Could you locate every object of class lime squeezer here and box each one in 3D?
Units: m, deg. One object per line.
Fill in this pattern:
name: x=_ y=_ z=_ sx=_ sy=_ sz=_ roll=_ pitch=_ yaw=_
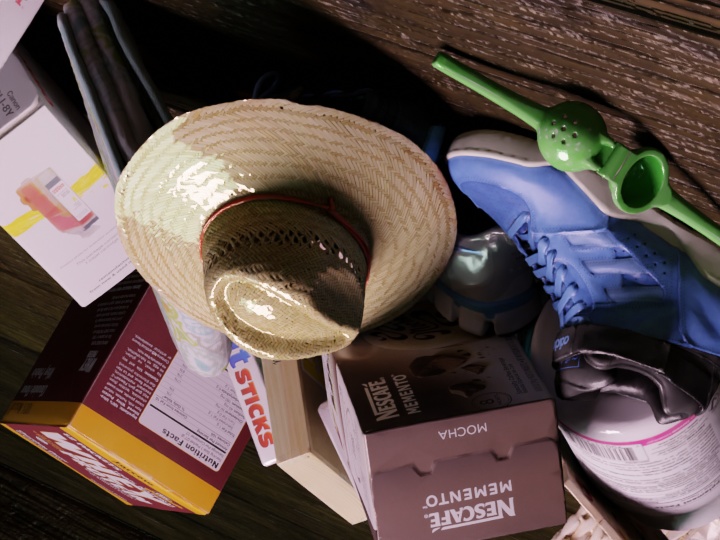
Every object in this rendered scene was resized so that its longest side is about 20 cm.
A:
lime squeezer: x=0.125 y=-0.055 z=1.234 sx=0.199 sy=0.038 sz=0.071 roll=31 pitch=166 yaw=-8

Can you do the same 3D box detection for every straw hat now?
straw hat: x=-0.043 y=0.004 z=1.316 sx=0.199 sy=0.085 sz=0.202 roll=-1 pitch=134 yaw=-1

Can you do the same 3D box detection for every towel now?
towel: x=-0.129 y=-0.056 z=1.468 sx=0.172 sy=0.048 sz=0.201 roll=79 pitch=169 yaw=-57

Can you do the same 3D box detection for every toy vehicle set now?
toy vehicle set: x=-0.034 y=0.067 z=1.671 sx=0.026 sy=0.201 sz=0.124 roll=-20 pitch=147 yaw=17

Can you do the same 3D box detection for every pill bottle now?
pill bottle: x=0.178 y=0.083 z=1.443 sx=0.113 sy=0.114 sz=0.200 roll=22 pitch=164 yaw=25

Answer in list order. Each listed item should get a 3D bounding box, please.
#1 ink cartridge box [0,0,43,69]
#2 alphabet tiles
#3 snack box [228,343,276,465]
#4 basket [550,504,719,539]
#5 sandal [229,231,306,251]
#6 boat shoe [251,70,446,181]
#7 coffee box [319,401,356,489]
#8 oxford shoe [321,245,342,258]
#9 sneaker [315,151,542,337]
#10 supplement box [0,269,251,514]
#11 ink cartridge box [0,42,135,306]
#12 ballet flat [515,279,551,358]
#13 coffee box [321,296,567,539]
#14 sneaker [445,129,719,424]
ink cartridge box: x=-0.302 y=-0.140 z=1.441 sx=0.083 sy=0.201 sz=0.145 roll=21 pitch=164 yaw=37
alphabet tiles: x=0.158 y=0.147 z=1.519 sx=0.167 sy=0.008 sz=0.200 roll=49 pitch=-172 yaw=-7
snack box: x=-0.084 y=0.037 z=1.673 sx=0.201 sy=0.024 sz=0.072 roll=70 pitch=-165 yaw=4
basket: x=0.214 y=0.211 z=1.748 sx=0.123 sy=0.136 sz=0.200 roll=41 pitch=167 yaw=8
sandal: x=-0.055 y=-0.002 z=1.482 sx=0.082 sy=0.055 sz=0.200 roll=42 pitch=179 yaw=-37
boat shoe: x=-0.034 y=-0.084 z=1.389 sx=0.069 sy=0.085 sz=0.199 roll=34 pitch=149 yaw=-34
coffee box: x=0.069 y=0.119 z=1.648 sx=0.080 sy=0.113 sz=0.200 roll=64 pitch=-166 yaw=23
oxford shoe: x=0.000 y=0.000 z=1.581 sx=0.071 sy=0.073 sz=0.200 roll=16 pitch=158 yaw=40
sneaker: x=0.033 y=-0.043 z=1.428 sx=0.199 sy=0.075 sz=0.087 roll=28 pitch=134 yaw=33
supplement box: x=-0.159 y=0.072 z=1.876 sx=0.132 sy=0.201 sz=0.197 roll=34 pitch=165 yaw=-19
ink cartridge box: x=-0.233 y=-0.087 z=1.619 sx=0.145 sy=0.083 sz=0.200 roll=54 pitch=180 yaw=34
ballet flat: x=0.122 y=0.048 z=1.536 sx=0.071 sy=0.072 sz=0.200 roll=22 pitch=165 yaw=27
coffee box: x=0.045 y=0.085 z=1.396 sx=0.112 sy=0.080 sz=0.200 roll=-9 pitch=-160 yaw=-5
sneaker: x=0.120 y=0.010 z=1.313 sx=0.199 sy=0.112 sz=0.077 roll=30 pitch=166 yaw=-1
